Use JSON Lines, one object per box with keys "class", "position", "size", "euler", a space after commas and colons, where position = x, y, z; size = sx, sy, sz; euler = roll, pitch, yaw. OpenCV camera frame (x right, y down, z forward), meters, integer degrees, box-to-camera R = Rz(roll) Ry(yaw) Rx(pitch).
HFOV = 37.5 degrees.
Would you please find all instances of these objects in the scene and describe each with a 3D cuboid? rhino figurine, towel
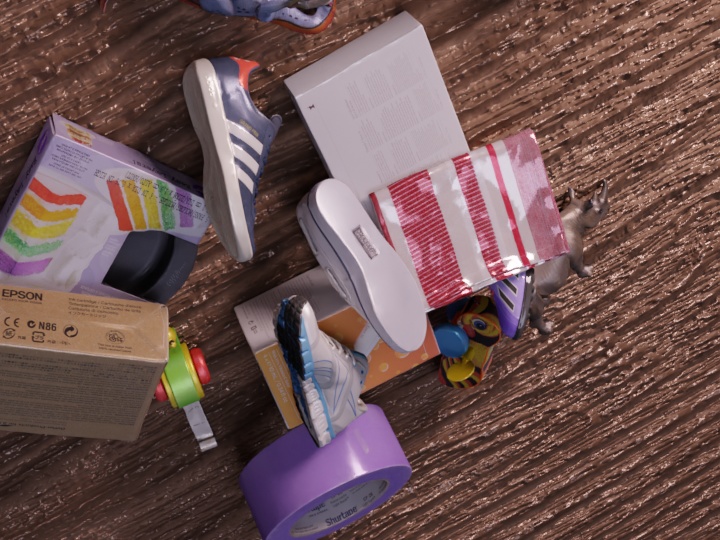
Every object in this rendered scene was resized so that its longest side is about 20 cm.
{"class": "rhino figurine", "position": [0.247, -0.024, 1.297], "size": [0.087, 0.060, 0.202], "euler": [28, 98, -38]}
{"class": "towel", "position": [0.122, -0.052, 1.153], "size": [0.197, 0.023, 0.146], "euler": [-22, 98, -10]}

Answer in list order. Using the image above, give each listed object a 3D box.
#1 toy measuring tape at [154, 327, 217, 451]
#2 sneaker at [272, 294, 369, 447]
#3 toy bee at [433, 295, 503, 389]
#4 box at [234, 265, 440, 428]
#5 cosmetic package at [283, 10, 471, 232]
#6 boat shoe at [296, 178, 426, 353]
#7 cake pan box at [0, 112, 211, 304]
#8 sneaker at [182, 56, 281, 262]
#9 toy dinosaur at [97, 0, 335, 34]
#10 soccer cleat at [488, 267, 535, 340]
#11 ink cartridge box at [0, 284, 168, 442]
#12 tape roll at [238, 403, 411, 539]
{"class": "toy measuring tape", "position": [-0.197, 0.149, 1.215], "size": [0.073, 0.074, 0.202], "euler": [-20, 126, -9]}
{"class": "sneaker", "position": [-0.036, 0.096, 1.134], "size": [0.086, 0.075, 0.202], "euler": [-25, 134, -14]}
{"class": "toy bee", "position": [0.140, 0.077, 1.272], "size": [0.132, 0.107, 0.201], "euler": [-65, 155, -21]}
{"class": "box", "position": [-0.026, 0.069, 1.218], "size": [0.198, 0.098, 0.126], "euler": [-26, 126, -6]}
{"class": "cosmetic package", "position": [0.026, -0.149, 1.131], "size": [0.149, 0.052, 0.202], "euler": [-30, 127, -5]}
{"class": "boat shoe", "position": [0.000, 0.000, 1.125], "size": [0.073, 0.065, 0.202], "euler": [-27, 89, -38]}
{"class": "cake pan box", "position": [-0.265, -0.035, 1.083], "size": [0.198, 0.053, 0.185], "euler": [24, 111, -34]}
{"class": "sneaker", "position": [-0.114, -0.113, 1.055], "size": [0.083, 0.075, 0.204], "euler": [-15, 104, -27]}
{"class": "toy dinosaur", "position": [-0.111, -0.273, 1.006], "size": [0.198, 0.107, 0.181], "euler": [-13, 151, 32]}
{"class": "soccer cleat", "position": [0.159, -0.022, 1.214], "size": [0.072, 0.068, 0.204], "euler": [1, 84, -6]}
{"class": "ink cartridge box", "position": [-0.311, 0.098, 1.091], "size": [0.197, 0.076, 0.165], "euler": [8, 140, -22]}
{"class": "tape roll", "position": [-0.042, 0.251, 1.281], "size": [0.197, 0.086, 0.201], "euler": [-24, 156, -11]}
